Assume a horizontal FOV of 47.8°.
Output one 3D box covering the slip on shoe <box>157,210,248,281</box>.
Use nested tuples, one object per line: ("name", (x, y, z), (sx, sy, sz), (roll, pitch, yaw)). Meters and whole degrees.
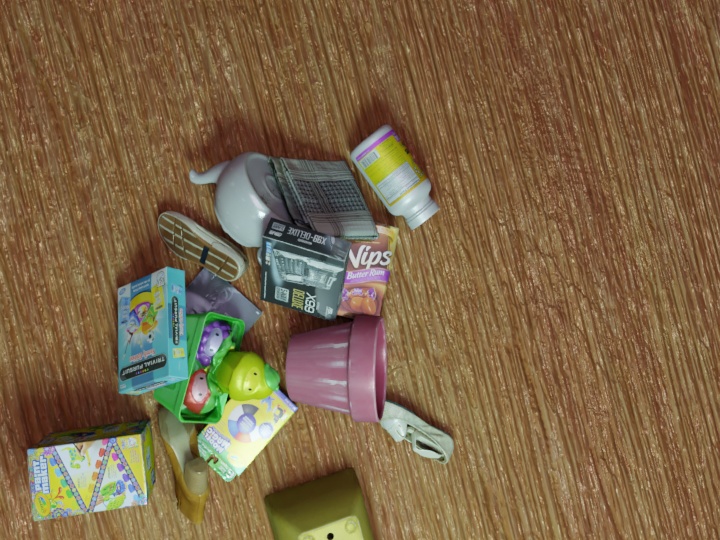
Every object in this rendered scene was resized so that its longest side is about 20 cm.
("slip on shoe", (-0.306, -0.053, 1.593), (0.198, 0.061, 0.077), (29, 116, 8))

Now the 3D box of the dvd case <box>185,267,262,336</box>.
("dvd case", (-0.311, 0.113, 1.601), (0.148, 0.016, 0.201), (41, 81, -6))

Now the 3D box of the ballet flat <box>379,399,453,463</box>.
("ballet flat", (0.103, 0.325, 1.633), (0.198, 0.068, 0.063), (28, 47, -8))

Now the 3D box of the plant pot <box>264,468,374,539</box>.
("plant pot", (-0.061, 0.513, 1.531), (0.191, 0.200, 0.199), (-15, 90, -11))

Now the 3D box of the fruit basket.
("fruit basket", (-0.259, 0.187, 1.511), (0.212, 0.155, 0.220), (-6, 76, 24))

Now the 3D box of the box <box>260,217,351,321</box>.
("box", (-0.105, 0.003, 1.516), (0.155, 0.201, 0.050), (17, 53, 3))

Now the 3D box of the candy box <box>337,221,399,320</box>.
("candy box", (0.000, 0.000, 1.644), (0.114, 0.056, 0.204), (13, 83, -8))

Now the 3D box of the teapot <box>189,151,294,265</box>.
("teapot", (-0.209, -0.116, 1.569), (0.145, 0.196, 0.203), (-36, 57, 25))

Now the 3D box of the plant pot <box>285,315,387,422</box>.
("plant pot", (-0.045, 0.188, 1.564), (0.175, 0.200, 0.205), (-1, 87, 8))

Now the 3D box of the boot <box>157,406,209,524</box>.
("boot", (-0.343, 0.370, 1.547), (0.070, 0.202, 0.146), (-8, 129, -31))

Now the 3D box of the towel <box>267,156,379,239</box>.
("towel", (-0.069, -0.143, 1.574), (0.197, 0.035, 0.195), (-3, 60, -39))

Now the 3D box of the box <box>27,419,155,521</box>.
("box", (-0.476, 0.351, 1.464), (0.189, 0.200, 0.125), (-6, 88, -10))

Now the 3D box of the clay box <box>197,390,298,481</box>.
("clay box", (-0.229, 0.305, 1.589), (0.115, 0.048, 0.200), (42, 80, -4))

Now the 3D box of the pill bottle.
("pill bottle", (0.074, -0.185, 1.643), (0.104, 0.104, 0.201), (-37, 94, -10))

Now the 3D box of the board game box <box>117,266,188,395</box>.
("board game box", (-0.385, 0.113, 1.499), (0.047, 0.149, 0.204), (16, 61, -49))
